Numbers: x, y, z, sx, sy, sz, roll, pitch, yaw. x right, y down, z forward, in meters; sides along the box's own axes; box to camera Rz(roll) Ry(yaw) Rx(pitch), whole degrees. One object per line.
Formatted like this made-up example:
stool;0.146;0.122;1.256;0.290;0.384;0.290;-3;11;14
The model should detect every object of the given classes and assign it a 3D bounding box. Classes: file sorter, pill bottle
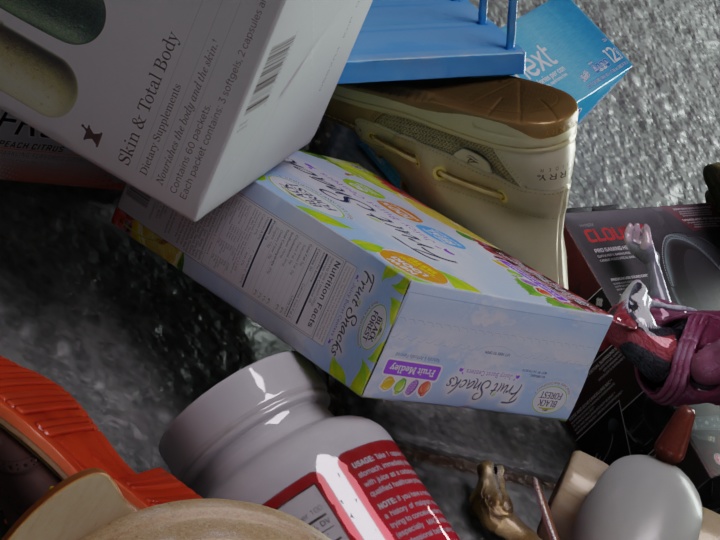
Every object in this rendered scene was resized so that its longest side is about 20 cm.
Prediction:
file sorter;-0.003;-0.192;1.435;0.138;0.124;0.200;-5;24;-16
pill bottle;-0.009;0.143;1.210;0.112;0.112;0.201;-14;65;-49

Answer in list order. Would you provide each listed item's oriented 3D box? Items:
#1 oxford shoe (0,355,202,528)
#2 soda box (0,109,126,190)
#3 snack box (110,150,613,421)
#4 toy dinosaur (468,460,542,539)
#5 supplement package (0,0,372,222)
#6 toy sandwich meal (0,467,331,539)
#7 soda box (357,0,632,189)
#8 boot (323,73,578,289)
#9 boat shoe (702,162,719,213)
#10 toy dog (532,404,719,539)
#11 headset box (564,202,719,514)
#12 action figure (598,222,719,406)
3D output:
oxford shoe;-0.147;0.098;1.164;0.200;0.073;0.071;36;14;24
soda box;-0.167;-0.090;1.321;0.199;0.069;0.064;4;43;-41
snack box;0.000;0.000;1.305;0.199;0.068;0.168;31;14;40
toy dinosaur;0.126;0.175;1.339;0.101;0.059;0.200;9;23;-38
supplement package;-0.107;-0.152;1.229;0.199;0.153;0.151;30;26;11
toy sandwich meal;-0.081;0.180;1.089;0.204;0.206;0.070;28;1;-20
soda box;0.085;-0.102;1.576;0.068;0.064;0.200;48;36;7
boot;0.043;-0.038;1.441;0.199;0.157;0.073;18;32;41
boat shoe;0.255;-0.044;1.595;0.072;0.067;0.200;62;4;6
toy dog;0.136;0.129;1.236;0.131;0.097;0.200;15;21;-13
headset box;0.178;0.047;1.508;0.148;0.077;0.201;-4;58;-45
action figure;0.207;0.053;1.416;0.198;0.134;0.150;5;94;-23
